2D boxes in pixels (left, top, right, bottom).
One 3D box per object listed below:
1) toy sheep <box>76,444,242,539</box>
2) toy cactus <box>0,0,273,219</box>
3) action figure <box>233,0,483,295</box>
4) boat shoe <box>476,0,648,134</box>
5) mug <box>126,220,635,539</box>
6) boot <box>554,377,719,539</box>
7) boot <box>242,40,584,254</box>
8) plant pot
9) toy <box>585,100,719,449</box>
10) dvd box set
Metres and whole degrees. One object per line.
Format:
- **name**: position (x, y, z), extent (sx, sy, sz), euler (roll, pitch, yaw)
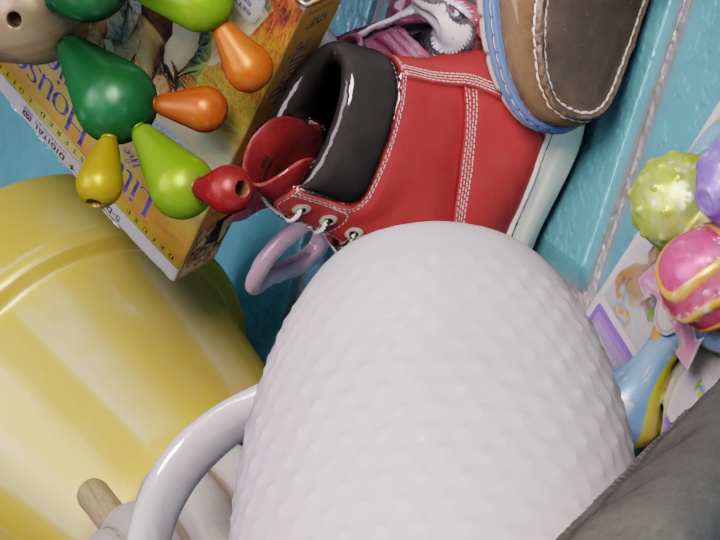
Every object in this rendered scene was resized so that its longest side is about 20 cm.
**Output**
- **toy sheep**: position (-0.056, 0.135, 1.142), extent (0.138, 0.200, 0.138), euler (166, 90, -69)
- **toy cactus**: position (-0.122, -0.103, 1.081), extent (0.200, 0.102, 0.165), euler (56, 155, -11)
- **action figure**: position (-0.009, -0.072, 1.212), extent (0.200, 0.134, 0.149), euler (-17, 100, 33)
- **boat shoe**: position (0.098, -0.152, 1.066), extent (0.072, 0.072, 0.201), euler (13, 97, 55)
- **mug**: position (0.004, 0.084, 0.979), extent (0.200, 0.148, 0.176), euler (-15, 52, 23)
- **boot**: position (0.117, 0.056, 0.834), extent (0.073, 0.200, 0.182), euler (40, 124, 21)
- **boot**: position (0.000, 0.000, 1.120), extent (0.072, 0.144, 0.200), euler (39, 120, 46)
- **plant pot**: position (-0.117, 0.083, 1.296), extent (0.189, 0.200, 0.201), euler (38, 116, 41)
- **toy**: position (0.124, -0.004, 0.998), extent (0.200, 0.047, 0.115), euler (-64, 34, 30)
- **dvd box set**: position (-0.090, -0.104, 1.134), extent (0.146, 0.029, 0.200), euler (48, 144, 13)
